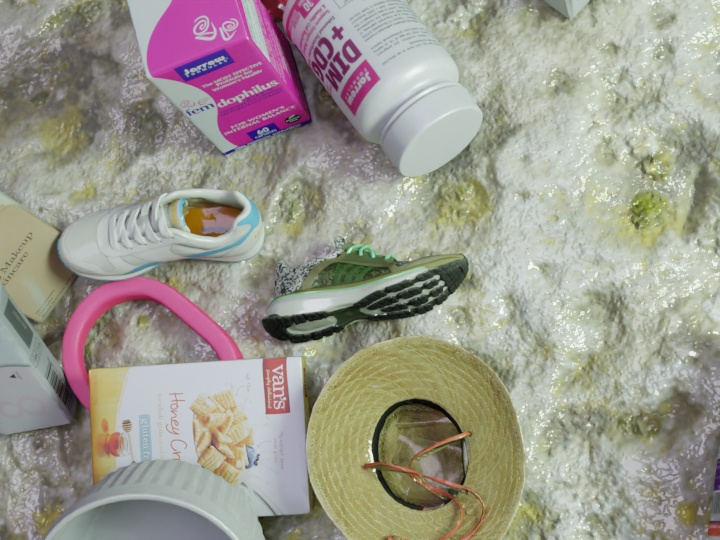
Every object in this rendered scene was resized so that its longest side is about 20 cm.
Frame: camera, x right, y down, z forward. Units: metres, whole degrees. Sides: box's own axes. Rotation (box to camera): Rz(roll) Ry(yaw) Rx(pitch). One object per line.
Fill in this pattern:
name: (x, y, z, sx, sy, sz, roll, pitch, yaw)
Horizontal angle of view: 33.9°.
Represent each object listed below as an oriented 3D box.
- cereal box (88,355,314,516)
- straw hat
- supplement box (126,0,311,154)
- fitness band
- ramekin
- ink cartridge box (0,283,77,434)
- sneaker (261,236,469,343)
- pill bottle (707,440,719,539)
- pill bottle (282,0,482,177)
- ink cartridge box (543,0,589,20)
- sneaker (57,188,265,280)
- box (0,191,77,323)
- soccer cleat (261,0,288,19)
cereal box: (-0.145, 0.155, 1.081, 0.200, 0.040, 0.144, -5, 85, 5)
straw hat: (0.055, 0.161, 1.030, 0.201, 0.085, 0.201, -3, 80, 14)
supplement box: (-0.131, -0.202, 1.120, 0.101, 0.200, 0.103, -20, 70, 9)
fitness band: (-0.201, 0.093, 1.144, 0.200, 0.037, 0.144, 38, 87, 20)
ramekin: (-0.173, 0.258, 1.016, 0.200, 0.105, 0.200, 1, 107, 3)
ink cartridge box: (-0.396, 0.099, 1.130, 0.200, 0.163, 0.057, -14, 43, 9)
sneaker: (0.000, 0.000, 1.101, 0.200, 0.077, 0.089, -13, 63, 9)
pill bottle: (0.346, 0.139, 0.943, 0.111, 0.111, 0.200, 8, 77, 17)
pill bottle: (0.022, -0.193, 1.123, 0.113, 0.113, 0.200, -36, 69, 3)
ink cartridge box: (0.175, -0.364, 1.146, 0.200, 0.084, 0.145, 42, 88, 21)
sneaker: (-0.195, -0.042, 1.137, 0.200, 0.081, 0.077, -9, 70, -2)
box: (-0.354, -0.027, 1.130, 0.078, 0.200, 0.095, 32, 85, 21)
soccer cleat: (-0.106, -0.323, 1.223, 0.200, 0.067, 0.076, 40, 83, 24)
